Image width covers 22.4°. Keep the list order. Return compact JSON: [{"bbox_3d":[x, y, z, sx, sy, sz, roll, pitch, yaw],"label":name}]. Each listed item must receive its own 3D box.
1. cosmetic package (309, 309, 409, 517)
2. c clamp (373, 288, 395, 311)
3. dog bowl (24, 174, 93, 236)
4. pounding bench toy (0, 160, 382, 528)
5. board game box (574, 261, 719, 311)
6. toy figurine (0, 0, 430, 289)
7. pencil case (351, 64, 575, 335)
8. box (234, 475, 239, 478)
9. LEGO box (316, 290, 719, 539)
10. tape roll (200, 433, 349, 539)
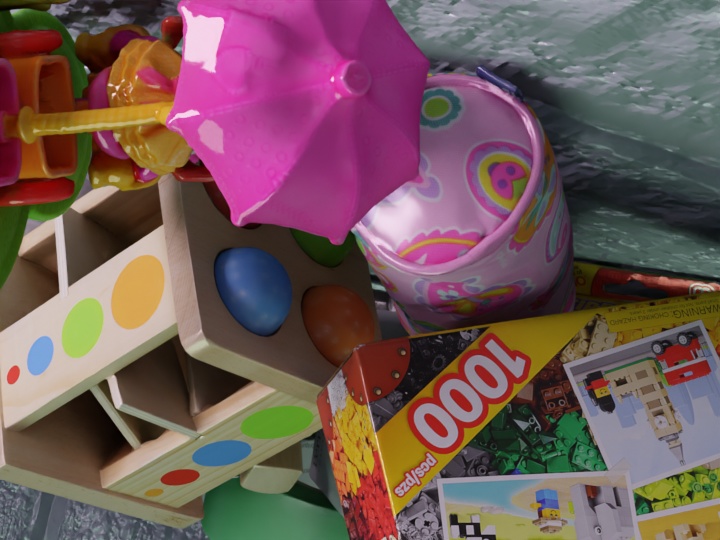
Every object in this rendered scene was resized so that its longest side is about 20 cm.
[{"bbox_3d":[0.036,0.086,0.907,0.071,0.102,0.200,8,-174,-15],"label":"cosmetic package"},{"bbox_3d":[0.000,0.000,0.980,0.170,0.027,0.200,12,167,3],"label":"c clamp"},{"bbox_3d":[-0.187,-0.028,0.979,0.200,0.059,0.200,12,168,3],"label":"dog bowl"},{"bbox_3d":[-0.054,0.032,0.855,0.156,0.125,0.200,-31,144,29],"label":"pounding bench toy"},{"bbox_3d":[0.140,0.089,0.942,0.095,0.200,0.030,8,-149,20],"label":"board game box"},{"bbox_3d":[-0.062,-0.054,0.628,0.184,0.151,0.200,-1,-174,18],"label":"toy figurine"},{"bbox_3d":[0.042,-0.016,0.748,0.087,0.088,0.200,10,166,14],"label":"pencil case"},{"bbox_3d":[-0.172,0.096,0.964,0.199,0.033,0.121,2,176,-15],"label":"box"},{"bbox_3d":[0.097,0.097,0.746,0.199,0.149,0.077,-8,162,-18],"label":"LEGO box"},{"bbox_3d":[0.010,0.140,1.045,0.200,0.048,0.200,12,-172,-2],"label":"tape roll"}]
